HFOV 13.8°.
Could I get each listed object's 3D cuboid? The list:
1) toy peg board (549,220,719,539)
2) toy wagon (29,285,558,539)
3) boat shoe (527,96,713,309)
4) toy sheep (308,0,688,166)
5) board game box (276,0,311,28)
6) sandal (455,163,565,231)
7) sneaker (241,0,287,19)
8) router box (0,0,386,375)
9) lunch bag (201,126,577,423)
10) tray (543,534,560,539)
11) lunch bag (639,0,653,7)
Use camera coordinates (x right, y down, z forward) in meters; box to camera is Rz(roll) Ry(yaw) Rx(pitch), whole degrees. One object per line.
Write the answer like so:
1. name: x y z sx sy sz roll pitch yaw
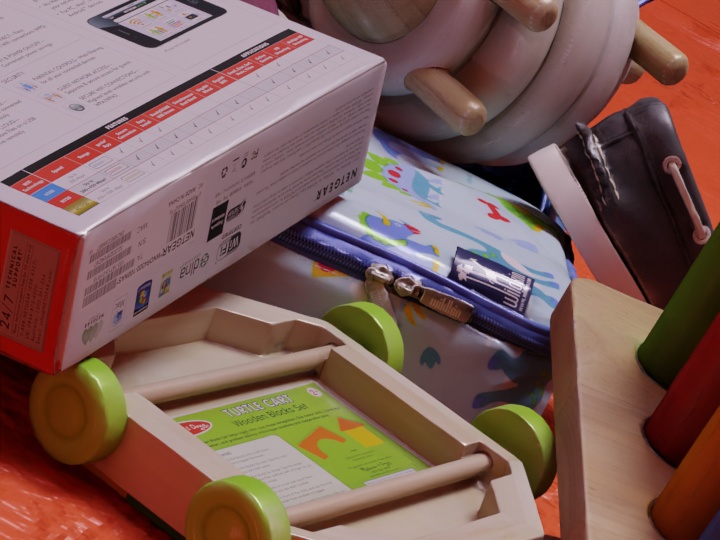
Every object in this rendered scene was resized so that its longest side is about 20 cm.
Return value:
1. toy peg board: 0.171 0.069 0.937 0.199 0.098 0.200 22 31 -12
2. toy wagon: -0.036 0.043 0.943 0.200 0.040 0.155 34 25 29
3. boat shoe: 0.136 0.011 1.189 0.200 0.060 0.074 54 9 -34
4. toy sheep: 0.055 -0.102 1.209 0.200 0.138 0.138 22 12 -49
5. board game box: -0.039 -0.133 1.313 0.035 0.201 0.135 -31 47 -26
6. sandal: 0.064 -0.036 1.337 0.079 0.087 0.200 25 12 0
7. sneaker: -0.087 -0.124 1.158 0.090 0.075 0.200 53 2 -30
8. router box: -0.115 -0.053 0.970 0.179 0.049 0.200 23 28 20
9. lunch bag: 0.000 0.000 1.112 0.160 0.083 0.200 23 13 -1
10. tray: 0.111 0.138 0.936 0.107 0.022 0.200 17 17 -30
11. lunch bag: 0.017 -0.149 1.383 0.127 0.200 0.171 -32 94 -31
